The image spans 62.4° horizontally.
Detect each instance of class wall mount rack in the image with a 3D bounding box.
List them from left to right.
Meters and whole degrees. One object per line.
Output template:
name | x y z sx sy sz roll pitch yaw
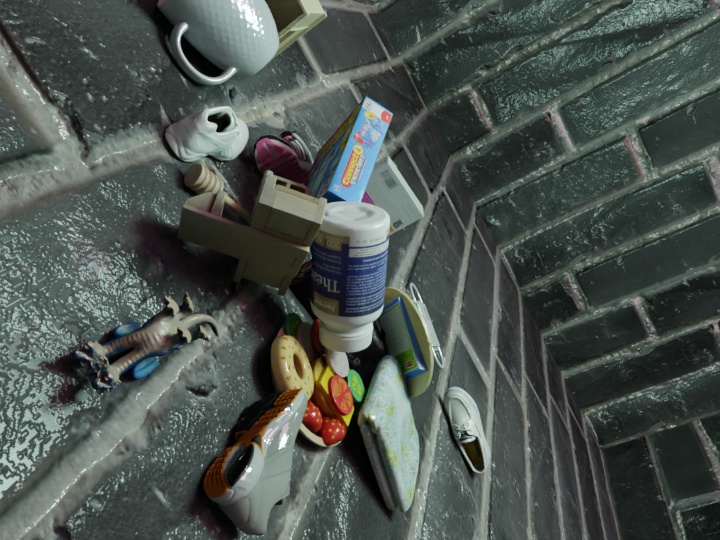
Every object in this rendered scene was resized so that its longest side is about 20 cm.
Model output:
wall mount rack | 0.111 0.130 1.303 0.173 0.074 0.203 14 54 -67

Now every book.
book | 0.003 -0.114 1.133 0.134 0.198 0.048 51 26 -31

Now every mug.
mug | -0.237 -0.402 0.992 0.175 0.146 0.202 45 61 -35

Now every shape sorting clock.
shape sorting clock | 0.072 0.129 1.080 0.039 0.200 0.203 -8 70 -28

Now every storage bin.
storage bin | -0.197 -0.511 1.103 0.202 0.197 0.094 61 31 -8

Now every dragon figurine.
dragon figurine | -0.217 0.073 0.623 0.059 0.098 0.200 62 3 0

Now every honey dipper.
honey dipper | -0.185 -0.094 0.906 0.200 0.038 0.038 39 33 -50

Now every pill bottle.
pill bottle | -0.018 0.011 0.864 0.111 0.109 0.203 -61 156 -64

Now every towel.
towel | 0.055 0.270 0.997 0.172 0.047 0.203 -64 140 -63

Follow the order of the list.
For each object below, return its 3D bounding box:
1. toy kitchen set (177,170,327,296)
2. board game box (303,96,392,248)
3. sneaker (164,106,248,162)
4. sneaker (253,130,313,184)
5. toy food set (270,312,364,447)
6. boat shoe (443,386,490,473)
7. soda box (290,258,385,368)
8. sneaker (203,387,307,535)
toy kitchen set | -0.140 -0.103 0.806 0.161 0.200 0.183 18 58 -13
board game box | -0.042 -0.157 0.999 0.055 0.200 0.198 28 61 -18
sneaker | -0.212 -0.212 0.913 0.071 0.080 0.200 60 21 -7
sneaker | -0.142 -0.218 1.088 0.200 0.073 0.089 14 54 -69
toy food set | -0.066 0.160 0.892 0.202 0.048 0.198 59 23 -15
boat shoe | 0.241 0.366 1.354 0.203 0.070 0.070 70 19 -5
soda box | -0.034 0.069 1.029 0.201 0.070 0.064 56 21 -23
sneaker | -0.110 0.224 0.712 0.093 0.075 0.200 66 28 -17
